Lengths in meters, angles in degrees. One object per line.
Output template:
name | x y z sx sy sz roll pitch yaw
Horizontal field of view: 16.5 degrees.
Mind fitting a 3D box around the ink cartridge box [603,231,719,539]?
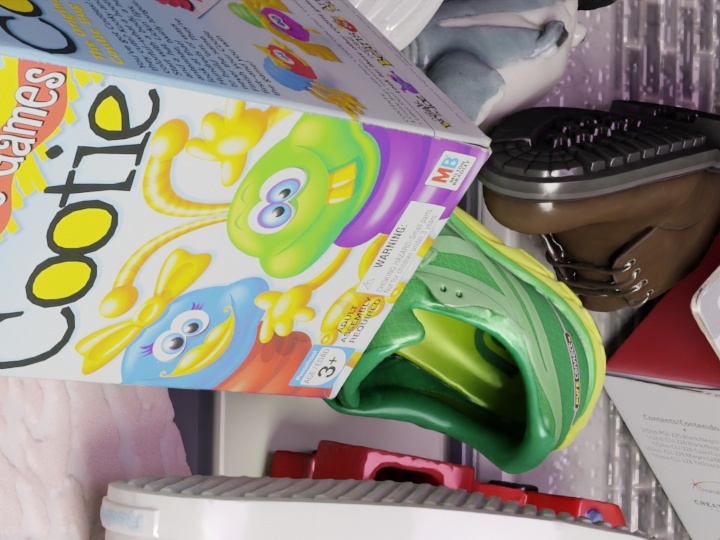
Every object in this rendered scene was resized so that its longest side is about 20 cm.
ink cartridge box | 0.203 0.013 1.063 0.200 0.084 0.176 -46 120 -27

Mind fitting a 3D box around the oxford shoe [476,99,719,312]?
oxford shoe | 0.101 -0.021 0.967 0.200 0.073 0.084 -5 108 -60

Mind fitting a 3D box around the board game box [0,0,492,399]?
board game box | -0.079 -0.037 0.718 0.200 0.105 0.103 8 122 -47

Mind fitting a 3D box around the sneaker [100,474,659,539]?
sneaker | 0.007 0.108 0.765 0.200 0.074 0.082 7 92 -28

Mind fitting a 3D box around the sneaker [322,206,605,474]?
sneaker | 0.000 0.000 0.881 0.200 0.074 0.084 32 31 -4

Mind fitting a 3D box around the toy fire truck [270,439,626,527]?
toy fire truck | 0.038 0.097 0.910 0.200 0.141 0.049 13 83 -36

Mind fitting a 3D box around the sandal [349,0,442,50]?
sandal | -0.041 -0.114 0.838 0.082 0.050 0.203 -55 148 11

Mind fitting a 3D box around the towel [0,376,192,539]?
towel | -0.089 0.110 0.731 0.191 0.032 0.200 -28 107 -67

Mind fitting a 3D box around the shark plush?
shark plush | 0.043 -0.100 0.960 0.200 0.091 0.083 -39 82 -23
